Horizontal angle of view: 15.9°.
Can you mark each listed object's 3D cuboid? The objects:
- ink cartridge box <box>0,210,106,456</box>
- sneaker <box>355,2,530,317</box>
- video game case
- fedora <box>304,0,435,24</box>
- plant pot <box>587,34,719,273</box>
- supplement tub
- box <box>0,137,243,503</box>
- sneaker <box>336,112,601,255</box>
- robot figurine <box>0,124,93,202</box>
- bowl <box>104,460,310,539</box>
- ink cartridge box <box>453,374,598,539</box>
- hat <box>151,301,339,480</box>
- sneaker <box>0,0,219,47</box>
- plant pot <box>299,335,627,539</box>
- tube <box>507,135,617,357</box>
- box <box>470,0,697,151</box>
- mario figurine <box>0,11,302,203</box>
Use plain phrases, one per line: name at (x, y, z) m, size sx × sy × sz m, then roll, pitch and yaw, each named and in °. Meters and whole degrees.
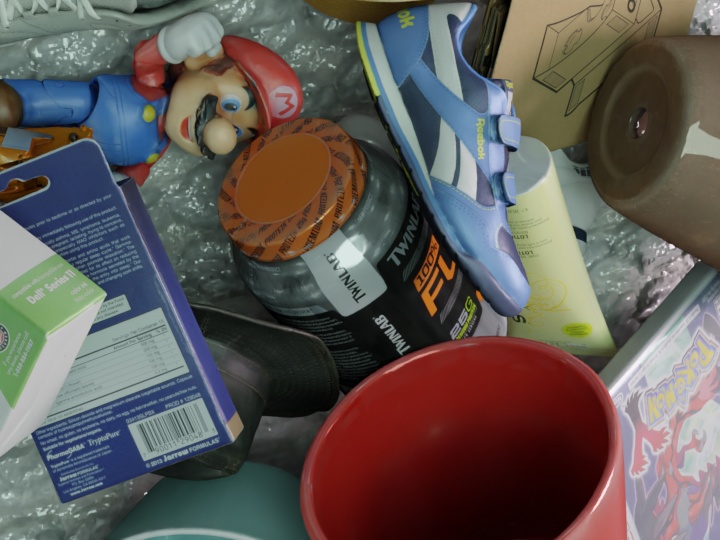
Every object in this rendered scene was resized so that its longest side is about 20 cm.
ink cartridge box at (-0.258, 0.005, 1.491) m, size 0.200 × 0.067 × 0.117 m, roll 37°, pitch 126°, yaw 10°
sneaker at (0.066, -0.070, 1.542) m, size 0.082 × 0.074 × 0.201 m, roll -23°, pitch 89°, yaw -3°
video game case at (0.212, 0.123, 1.730) m, size 0.200 × 0.023 × 0.183 m, roll -45°, pitch 124°, yaw -38°
fedora at (0.012, -0.214, 1.617) m, size 0.200 × 0.201 × 0.082 m, roll -5°, pitch 142°, yaw -15°
plant pot at (0.247, -0.075, 1.656) m, size 0.174 × 0.200 × 0.201 m, roll 13°, pitch 98°, yaw -29°
supplement tub at (0.000, 0.000, 1.622) m, size 0.123 × 0.123 × 0.200 m, roll -44°, pitch 134°, yaw -3°
box at (-0.163, 0.027, 1.528) m, size 0.121 × 0.032 × 0.201 m, roll -20°, pitch 101°, yaw 17°
sneaker at (0.071, -0.073, 1.693) m, size 0.200 × 0.076 × 0.081 m, roll 20°, pitch 88°, yaw -27°
robot figurine at (-0.255, -0.033, 1.571) m, size 0.199 × 0.058 × 0.145 m, roll -5°, pitch 126°, yaw 5°
bowl at (-0.081, 0.198, 1.658) m, size 0.200 × 0.105 × 0.201 m, roll 6°, pitch 133°, yaw 6°
ink cartridge box at (0.086, 0.162, 1.734) m, size 0.199 × 0.084 × 0.147 m, roll -14°, pitch 105°, yaw -13°
hat at (-0.115, 0.083, 1.604) m, size 0.200 × 0.201 × 0.081 m, roll 20°, pitch 62°, yaw -19°
sneaker at (-0.177, -0.177, 1.581) m, size 0.199 × 0.092 × 0.076 m, roll -12°, pitch 104°, yaw -14°
plant pot at (0.080, 0.170, 1.582) m, size 0.200 × 0.201 × 0.178 m, roll -29°, pitch 133°, yaw -9°
tube at (0.116, -0.004, 1.660) m, size 0.052 × 0.058 × 0.200 m, roll -35°, pitch 142°, yaw -12°
box at (0.145, -0.152, 1.641) m, size 0.200 × 0.021 × 0.164 m, roll -18°, pitch 133°, yaw -42°
mario figurine at (-0.132, -0.090, 1.599) m, size 0.199 × 0.123 × 0.106 m, roll -12°, pitch 76°, yaw -8°
